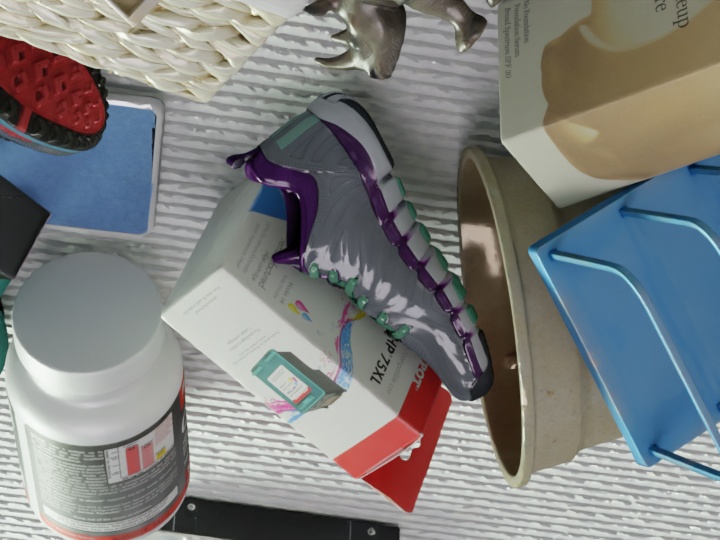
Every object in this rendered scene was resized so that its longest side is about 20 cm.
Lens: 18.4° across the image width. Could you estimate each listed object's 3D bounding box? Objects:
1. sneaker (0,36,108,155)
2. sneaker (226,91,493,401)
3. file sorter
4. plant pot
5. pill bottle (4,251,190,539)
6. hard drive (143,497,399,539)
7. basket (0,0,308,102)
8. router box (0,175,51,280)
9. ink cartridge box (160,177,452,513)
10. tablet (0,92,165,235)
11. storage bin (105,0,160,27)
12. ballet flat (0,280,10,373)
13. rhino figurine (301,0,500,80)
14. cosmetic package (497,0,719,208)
[{"bbox_3d":[-0.234,-0.121,1.235,0.200,0.079,0.095,28,154,-24],"label":"sneaker"},{"bbox_3d":[0.000,0.000,1.290,0.087,0.074,0.200,-30,98,-10],"label":"sneaker"},{"bbox_3d":[0.221,0.003,1.168,0.200,0.123,0.139,-31,104,-13],"label":"file sorter"},{"bbox_3d":[0.164,0.015,1.299,0.183,0.201,0.201,-8,143,-4],"label":"plant pot"},{"bbox_3d":[-0.171,0.085,1.453,0.116,0.116,0.200,3,143,0],"label":"pill bottle"},{"bbox_3d":[-0.081,0.232,1.709,0.200,0.038,0.140,10,142,-8],"label":"hard drive"},{"bbox_3d":[-0.126,-0.182,1.080,0.200,0.136,0.123,18,143,-19],"label":"basket"},{"bbox_3d":[-0.292,-0.067,1.241,0.149,0.051,0.200,5,153,48],"label":"router box"},{"bbox_3d":[-0.011,0.039,1.338,0.200,0.116,0.067,40,131,-16],"label":"ink cartridge box"},{"bbox_3d":[-0.219,-0.072,1.332,0.200,0.014,0.130,7,143,-4],"label":"tablet"},{"bbox_3d":[-0.101,-0.248,0.920,0.200,0.094,0.199,-46,113,3],"label":"storage bin"},{"bbox_3d":[-0.255,0.018,1.408,0.068,0.068,0.200,28,144,2],"label":"ballet flat"},{"bbox_3d":[0.037,-0.162,1.156,0.087,0.060,0.200,40,133,-14],"label":"rhino figurine"},{"bbox_3d":[0.175,-0.118,1.173,0.200,0.105,0.071,-20,139,25],"label":"cosmetic package"}]
